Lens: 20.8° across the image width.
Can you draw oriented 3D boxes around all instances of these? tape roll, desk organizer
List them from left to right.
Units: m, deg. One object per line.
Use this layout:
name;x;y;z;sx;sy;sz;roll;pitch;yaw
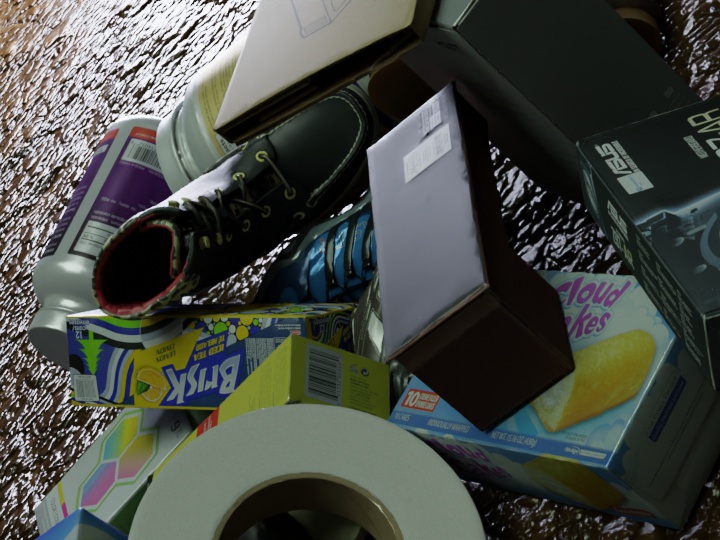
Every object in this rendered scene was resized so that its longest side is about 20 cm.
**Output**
tape roll;-0.029;0.166;1.070;0.037;0.201;0.204;94;-172;-52
desk organizer;0.059;-0.011;1.101;0.072;0.077;0.201;-37;30;22

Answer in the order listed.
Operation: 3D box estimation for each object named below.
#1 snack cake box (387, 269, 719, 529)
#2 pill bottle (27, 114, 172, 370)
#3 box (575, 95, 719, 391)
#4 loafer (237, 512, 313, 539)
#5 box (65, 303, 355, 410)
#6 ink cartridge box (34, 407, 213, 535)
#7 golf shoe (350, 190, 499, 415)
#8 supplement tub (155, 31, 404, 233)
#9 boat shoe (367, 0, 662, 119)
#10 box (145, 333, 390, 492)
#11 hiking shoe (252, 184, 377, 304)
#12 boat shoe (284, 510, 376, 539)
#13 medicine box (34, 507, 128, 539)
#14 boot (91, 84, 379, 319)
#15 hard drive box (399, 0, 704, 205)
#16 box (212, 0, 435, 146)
snack cake box;0.116;0.064;1.081;0.199;0.067;0.116;4;60;57
pill bottle;-0.189;-0.018;1.570;0.112;0.112;0.201;-11;48;50
box;0.215;-0.029;0.995;0.159;0.044;0.200;-17;31;-4
loafer;-0.050;0.211;1.090;0.073;0.072;0.201;-43;46;24
box;-0.098;0.057;1.298;0.199;0.070;0.065;0;96;32
ink cartridge box;-0.139;0.136;1.373;0.200;0.059;0.104;-47;28;7
golf shoe;0.030;0.007;1.238;0.094;0.077;0.201;-19;52;51
supplement tub;-0.038;-0.116;1.431;0.200;0.145;0.146;-35;32;28
boat shoe;0.102;-0.152;1.303;0.198;0.071;0.071;-10;48;10
box;-0.062;0.115;1.216;0.200;0.075;0.050;-45;35;46
hiking shoe;0.000;0.000;1.314;0.200;0.074;0.087;-48;28;6
boat shoe;-0.052;0.187;1.192;0.201;0.063;0.074;-39;61;25
medicine box;-0.211;0.288;1.257;0.182;0.103;0.201;-35;33;26
boot;-0.081;-0.042;1.296;0.203;0.074;0.154;-39;-2;16
hard drive box;0.105;-0.120;1.172;0.077;0.200;0.156;-53;29;-5
box;-0.005;-0.180;1.167;0.163;0.021;0.201;-25;37;41
